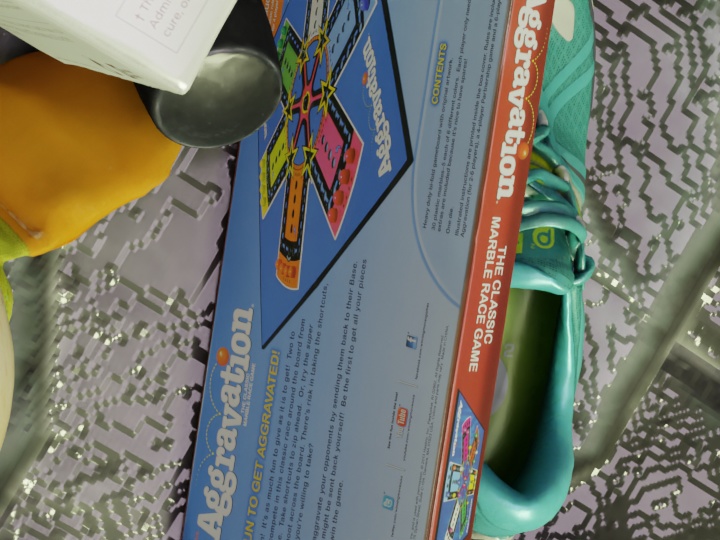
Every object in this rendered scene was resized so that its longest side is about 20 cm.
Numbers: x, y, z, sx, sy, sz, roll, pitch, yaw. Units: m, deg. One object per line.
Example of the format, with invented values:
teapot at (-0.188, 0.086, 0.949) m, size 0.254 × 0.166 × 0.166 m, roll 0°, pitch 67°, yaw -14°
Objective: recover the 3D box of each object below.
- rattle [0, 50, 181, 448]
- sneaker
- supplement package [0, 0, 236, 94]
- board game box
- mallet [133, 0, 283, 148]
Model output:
rattle at (-0.135, 0.040, 0.750) m, size 0.130 × 0.143 × 0.201 m, roll 13°, pitch 111°, yaw 11°
sneaker at (0.043, -0.021, 0.776) m, size 0.077 × 0.080 × 0.201 m, roll -3°, pitch 98°, yaw -19°
supplement package at (-0.110, -0.142, 0.630) m, size 0.200 × 0.117 × 0.117 m, roll 31°, pitch 88°, yaw -20°
board game box at (0.000, 0.000, 0.753) m, size 0.019 × 0.103 × 0.201 m, roll 3°, pitch 98°, yaw -44°
mallet at (-0.009, -0.127, 0.711) m, size 0.041 × 0.066 × 0.200 m, roll 14°, pitch 120°, yaw -35°
